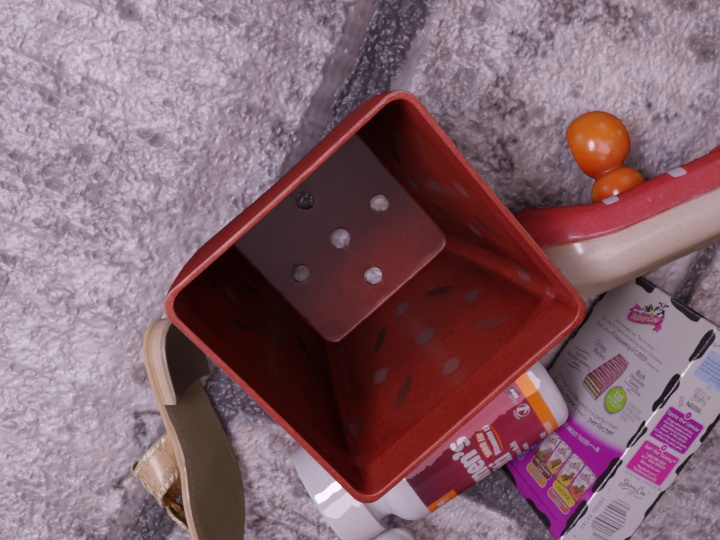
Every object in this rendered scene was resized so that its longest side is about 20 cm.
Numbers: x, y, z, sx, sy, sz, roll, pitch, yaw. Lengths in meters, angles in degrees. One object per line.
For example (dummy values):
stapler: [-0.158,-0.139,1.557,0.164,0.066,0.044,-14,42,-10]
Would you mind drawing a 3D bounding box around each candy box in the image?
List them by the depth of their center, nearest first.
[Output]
candy box: [0.205,0.111,0.805,0.061,0.136,0.200,29,100,-25]

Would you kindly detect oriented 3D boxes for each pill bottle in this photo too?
pill bottle: [0.053,0.126,0.796,0.200,0.110,0.110,-34,110,0]

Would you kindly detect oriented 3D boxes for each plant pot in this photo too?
plant pot: [0.000,0.000,0.712,0.200,0.176,0.200,-41,109,3]

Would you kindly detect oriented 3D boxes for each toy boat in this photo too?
toy boat: [0.197,-0.061,0.776,0.200,0.131,0.131,-23,79,-4]

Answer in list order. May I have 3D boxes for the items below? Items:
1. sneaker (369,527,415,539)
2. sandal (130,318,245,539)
sneaker: [0.037,0.301,0.843,0.081,0.083,0.200,-23,133,-1]
sandal: [-0.150,0.141,0.796,0.070,0.078,0.212,-6,103,24]
